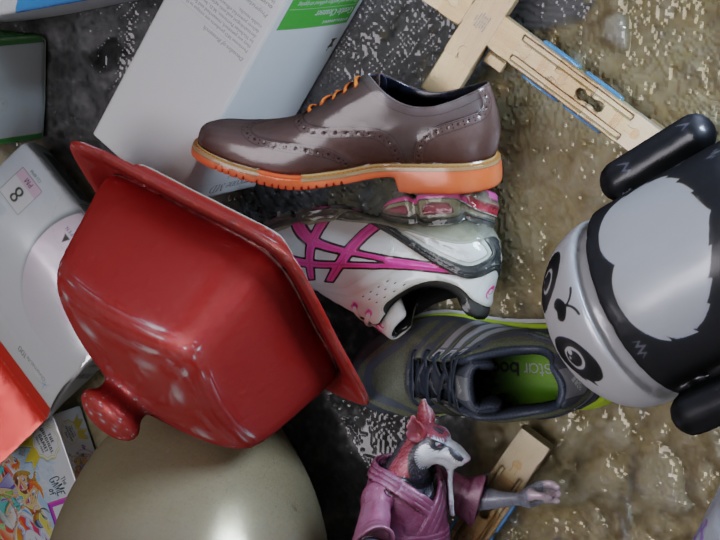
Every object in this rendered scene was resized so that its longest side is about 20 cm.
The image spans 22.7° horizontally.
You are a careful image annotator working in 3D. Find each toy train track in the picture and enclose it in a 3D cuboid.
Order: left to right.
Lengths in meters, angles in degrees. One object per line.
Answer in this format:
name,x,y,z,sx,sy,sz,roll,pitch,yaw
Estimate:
toy train track,0.069,0.188,1.205,0.114,0.033,0.201,36,110,13
toy train track,0.114,-0.132,1.129,0.200,0.033,0.115,39,109,15

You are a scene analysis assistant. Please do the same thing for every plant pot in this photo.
plant pot,-0.114,0.161,1.244,0.199,0.200,0.135,-11,63,33

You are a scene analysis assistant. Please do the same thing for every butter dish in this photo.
butter dish,-0.120,0.044,1.149,0.199,0.200,0.148,26,67,31

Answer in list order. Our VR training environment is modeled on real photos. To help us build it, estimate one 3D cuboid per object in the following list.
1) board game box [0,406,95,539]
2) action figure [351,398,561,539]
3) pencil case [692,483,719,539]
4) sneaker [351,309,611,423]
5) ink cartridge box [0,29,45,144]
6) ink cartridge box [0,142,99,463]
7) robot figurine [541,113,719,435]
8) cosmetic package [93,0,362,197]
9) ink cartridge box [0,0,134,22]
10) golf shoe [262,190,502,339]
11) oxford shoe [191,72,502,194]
board game box,-0.245,0.221,1.411,0.134,0.034,0.201,-21,87,33
action figure,0.034,0.179,1.153,0.148,0.133,0.201,10,103,48
pencil case,0.223,0.196,1.084,0.090,0.083,0.201,34,115,21
sneaker,0.071,0.064,1.157,0.199,0.081,0.074,-7,94,33
ink cartridge box,-0.360,-0.143,1.355,0.199,0.146,0.084,10,105,31
ink cartridge box,-0.265,0.030,1.346,0.200,0.057,0.163,-42,75,4
robot figurine,0.198,-0.001,1.038,0.199,0.151,0.125,-31,110,32
cosmetic package,-0.082,-0.150,1.201,0.085,0.107,0.201,40,118,18
ink cartridge box,-0.232,-0.286,1.284,0.146,0.086,0.201,-4,95,32
golf shoe,0.000,0.000,1.185,0.199,0.072,0.093,-8,78,33
oxford shoe,-0.009,-0.092,1.132,0.199,0.071,0.073,1,111,7
